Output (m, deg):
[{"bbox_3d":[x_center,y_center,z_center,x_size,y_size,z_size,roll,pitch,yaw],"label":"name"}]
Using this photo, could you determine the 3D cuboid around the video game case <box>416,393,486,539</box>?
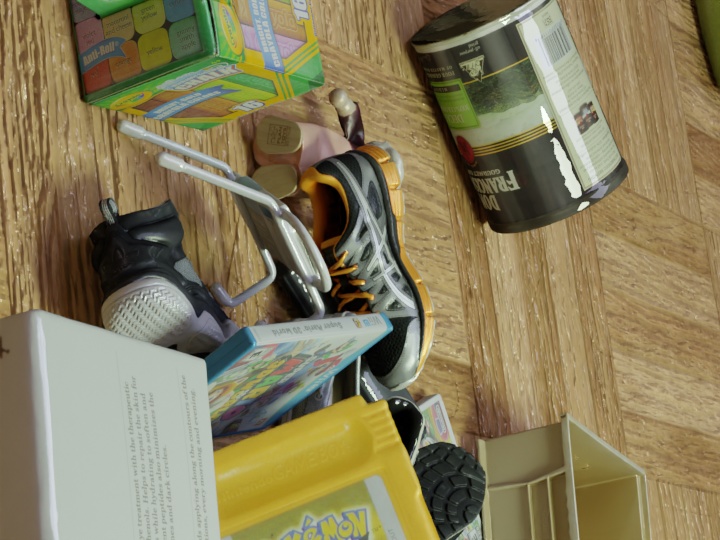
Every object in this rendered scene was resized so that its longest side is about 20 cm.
[{"bbox_3d":[0.043,0.199,1.887,0.200,0.018,0.144,-27,100,-61],"label":"video game case"}]

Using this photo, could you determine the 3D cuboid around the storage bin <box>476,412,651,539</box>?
[{"bbox_3d":[0.192,0.260,2.026,0.200,0.093,0.200,36,45,-57],"label":"storage bin"}]

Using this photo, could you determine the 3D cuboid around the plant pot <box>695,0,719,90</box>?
[{"bbox_3d":[0.504,-0.329,2.839,0.187,0.186,0.202,9,83,-59],"label":"plant pot"}]

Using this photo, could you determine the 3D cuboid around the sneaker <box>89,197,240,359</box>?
[{"bbox_3d":[-0.134,0.017,1.602,0.200,0.075,0.115,49,21,-62],"label":"sneaker"}]

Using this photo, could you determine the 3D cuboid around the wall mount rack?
[{"bbox_3d":[-0.098,-0.039,1.640,0.175,0.074,0.200,64,-12,-22],"label":"wall mount rack"}]

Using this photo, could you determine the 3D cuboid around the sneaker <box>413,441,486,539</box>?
[{"bbox_3d":[0.029,0.222,1.774,0.075,0.088,0.200,34,50,1],"label":"sneaker"}]

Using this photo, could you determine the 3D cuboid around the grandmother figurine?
[{"bbox_3d":[-0.022,-0.092,1.881,0.200,0.060,0.122,8,96,-62],"label":"grandmother figurine"}]

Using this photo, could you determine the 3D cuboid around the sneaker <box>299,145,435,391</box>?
[{"bbox_3d":[0.000,0.000,1.788,0.077,0.078,0.202,-5,76,-41],"label":"sneaker"}]

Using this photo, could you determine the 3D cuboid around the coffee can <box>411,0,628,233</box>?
[{"bbox_3d":[0.152,-0.158,2.126,0.201,0.145,0.146,65,30,-15],"label":"coffee can"}]

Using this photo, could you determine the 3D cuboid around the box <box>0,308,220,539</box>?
[{"bbox_3d":[-0.204,0.150,1.282,0.171,0.198,0.201,21,58,-58],"label":"box"}]

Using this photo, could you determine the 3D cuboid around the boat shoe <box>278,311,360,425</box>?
[{"bbox_3d":[-0.024,0.134,1.746,0.074,0.064,0.204,18,65,-56],"label":"boat shoe"}]

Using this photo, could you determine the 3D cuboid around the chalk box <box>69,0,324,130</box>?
[{"bbox_3d":[-0.135,-0.190,1.654,0.199,0.124,0.125,6,71,-59],"label":"chalk box"}]

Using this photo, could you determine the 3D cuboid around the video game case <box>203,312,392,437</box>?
[{"bbox_3d":[-0.076,0.080,1.606,0.018,0.143,0.199,58,25,14],"label":"video game case"}]

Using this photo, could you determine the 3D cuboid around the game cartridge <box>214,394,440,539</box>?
[{"bbox_3d":[-0.030,0.207,1.588,0.032,0.175,0.202,134,-65,-79],"label":"game cartridge"}]

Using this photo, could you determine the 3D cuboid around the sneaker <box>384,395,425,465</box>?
[{"bbox_3d":[-0.019,0.169,1.646,0.075,0.088,0.201,34,56,-2],"label":"sneaker"}]

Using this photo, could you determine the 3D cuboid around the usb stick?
[{"bbox_3d":[-0.008,0.064,1.829,0.201,0.032,0.056,58,29,-17],"label":"usb stick"}]
